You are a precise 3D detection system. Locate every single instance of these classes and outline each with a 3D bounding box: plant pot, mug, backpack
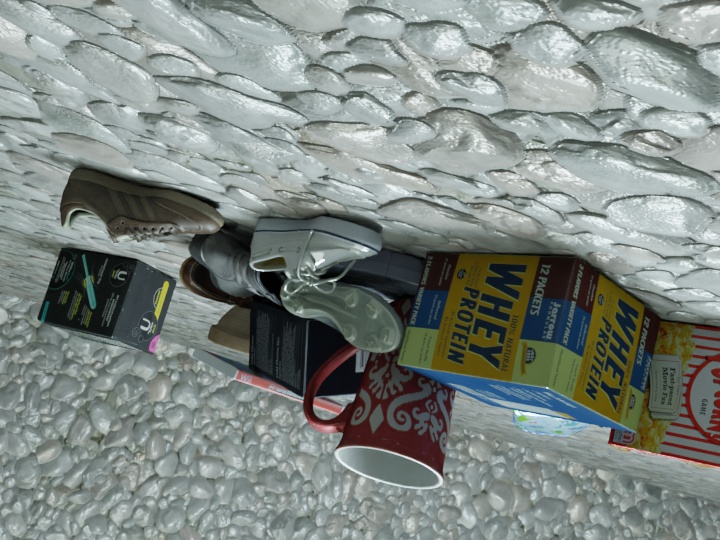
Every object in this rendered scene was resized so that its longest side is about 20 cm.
[{"bbox_3d":[-0.167,0.104,1.610,0.199,0.093,0.201,16,178,0],"label":"plant pot"},{"bbox_3d":[0.039,0.137,1.082,0.177,0.201,0.133,26,152,-17],"label":"mug"},{"bbox_3d":[0.289,0.182,1.351,0.162,0.155,0.200,0,179,4],"label":"backpack"}]

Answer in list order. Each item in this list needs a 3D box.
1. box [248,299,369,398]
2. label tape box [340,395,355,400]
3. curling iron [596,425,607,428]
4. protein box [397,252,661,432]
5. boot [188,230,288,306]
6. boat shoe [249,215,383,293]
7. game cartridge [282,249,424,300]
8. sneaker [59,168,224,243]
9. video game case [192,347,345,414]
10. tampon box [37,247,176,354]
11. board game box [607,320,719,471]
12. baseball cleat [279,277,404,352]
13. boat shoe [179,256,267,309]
[{"bbox_3d":[-0.030,0.100,1.241,0.199,0.105,0.182,0,-174,-31],"label":"box"},{"bbox_3d":[-0.075,0.119,1.474,0.198,0.144,0.066,14,166,7],"label":"label tape box"},{"bbox_3d":[0.381,0.178,1.267,0.025,0.050,0.199,-9,-178,45],"label":"curling iron"},{"bbox_3d":[0.189,0.079,0.994,0.199,0.136,0.198,3,162,45],"label":"protein box"},{"bbox_3d":[-0.141,0.014,1.207,0.131,0.070,0.200,27,174,22],"label":"boot"},{"bbox_3d":[-0.061,-0.012,1.023,0.201,0.087,0.074,5,164,42],"label":"boat shoe"},{"bbox_3d":[0.000,0.000,1.122,0.198,0.041,0.133,11,170,22],"label":"game cartridge"},{"bbox_3d":[-0.266,-0.062,1.085,0.198,0.076,0.070,15,168,6],"label":"sneaker"},{"bbox_3d":[-0.136,0.165,1.329,0.199,0.018,0.143,25,174,-35],"label":"video game case"},{"bbox_3d":[-0.478,0.058,1.693,0.199,0.151,0.126,9,166,29],"label":"tampon box"},{"bbox_3d":[0.389,0.141,0.985,0.199,0.153,0.046,6,165,34],"label":"board game box"},{"bbox_3d":[-0.005,0.044,1.075,0.199,0.070,0.106,24,-165,40],"label":"baseball cleat"},{"bbox_3d":[-0.176,0.021,1.354,0.199,0.071,0.070,16,178,-41],"label":"boat shoe"}]
